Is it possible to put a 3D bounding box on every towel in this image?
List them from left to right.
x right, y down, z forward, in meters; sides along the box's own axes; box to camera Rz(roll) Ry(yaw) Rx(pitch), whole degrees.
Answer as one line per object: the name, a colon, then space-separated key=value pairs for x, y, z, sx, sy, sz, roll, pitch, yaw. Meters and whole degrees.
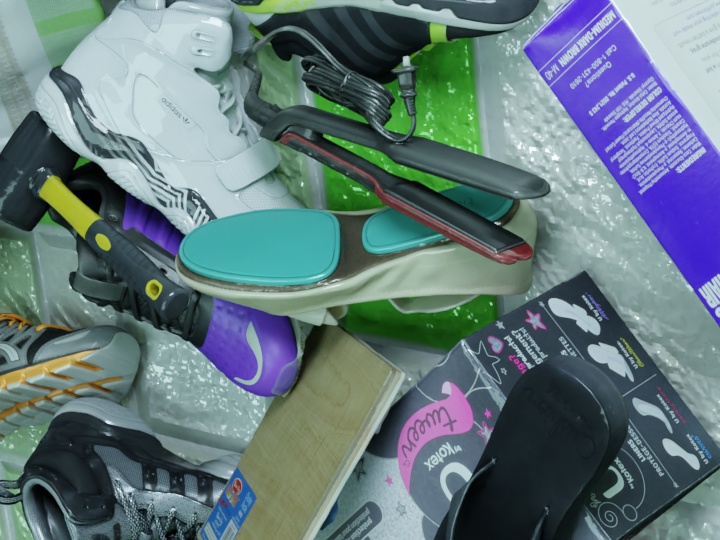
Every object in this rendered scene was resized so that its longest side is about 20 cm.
towel: x=-0.233 y=-0.096 z=1.281 sx=0.149 sy=0.199 sz=0.031 roll=73 pitch=179 yaw=-50

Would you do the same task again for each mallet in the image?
mallet: x=-0.155 y=-0.017 z=1.224 sx=0.066 sy=0.041 sz=0.200 roll=-52 pitch=43 yaw=10

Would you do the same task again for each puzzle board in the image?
puzzle board: x=-0.034 y=0.106 z=1.199 sx=0.017 sy=0.200 sz=0.151 roll=29 pitch=90 yaw=-13

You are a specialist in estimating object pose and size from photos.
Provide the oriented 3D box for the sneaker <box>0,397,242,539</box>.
sneaker: x=-0.128 y=0.157 z=1.357 sx=0.199 sy=0.114 sz=0.076 roll=24 pitch=125 yaw=17

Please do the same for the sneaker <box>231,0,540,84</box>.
sneaker: x=0.018 y=-0.138 z=1.159 sx=0.199 sy=0.072 sz=0.083 roll=11 pitch=141 yaw=39

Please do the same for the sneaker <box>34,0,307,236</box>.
sneaker: x=-0.077 y=-0.083 z=1.239 sx=0.200 sy=0.075 sz=0.115 roll=35 pitch=111 yaw=0

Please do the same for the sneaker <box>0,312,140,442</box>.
sneaker: x=-0.227 y=0.061 z=1.449 sx=0.199 sy=0.078 sz=0.078 roll=-17 pitch=61 yaw=33

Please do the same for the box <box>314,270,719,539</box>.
box: x=0.069 y=0.116 z=1.176 sx=0.132 sy=0.115 sz=0.200 roll=53 pitch=134 yaw=9

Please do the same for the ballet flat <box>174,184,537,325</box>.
ballet flat: x=0.000 y=0.000 z=1.189 sx=0.199 sy=0.069 sz=0.070 roll=-7 pitch=106 yaw=17

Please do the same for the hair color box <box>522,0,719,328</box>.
hair color box: x=0.176 y=-0.051 z=1.010 sx=0.200 sy=0.109 sz=0.065 roll=55 pitch=134 yaw=9

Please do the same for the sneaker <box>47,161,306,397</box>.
sneaker: x=-0.117 y=0.008 z=1.282 sx=0.200 sy=0.099 sz=0.070 roll=47 pitch=131 yaw=32

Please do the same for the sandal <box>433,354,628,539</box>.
sandal: x=0.068 y=0.128 z=1.071 sx=0.076 sy=0.043 sz=0.201 roll=32 pitch=125 yaw=27

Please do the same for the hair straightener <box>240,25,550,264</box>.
hair straightener: x=0.015 y=-0.078 z=1.144 sx=0.200 sy=0.041 sz=0.077 roll=30 pitch=116 yaw=30
